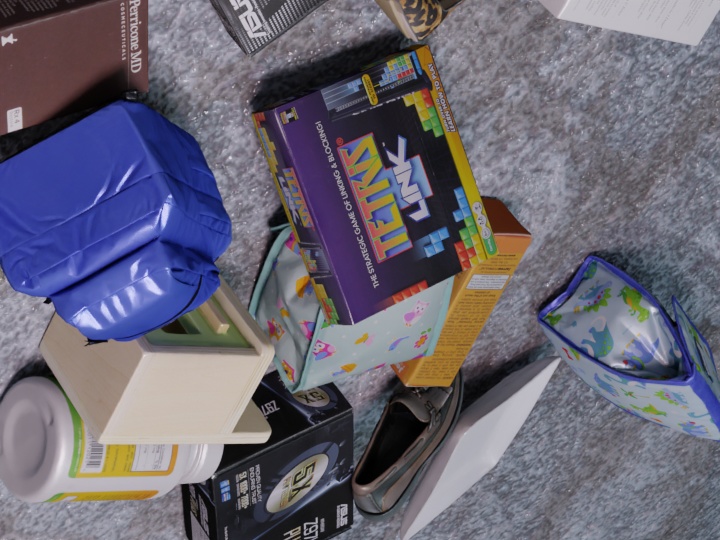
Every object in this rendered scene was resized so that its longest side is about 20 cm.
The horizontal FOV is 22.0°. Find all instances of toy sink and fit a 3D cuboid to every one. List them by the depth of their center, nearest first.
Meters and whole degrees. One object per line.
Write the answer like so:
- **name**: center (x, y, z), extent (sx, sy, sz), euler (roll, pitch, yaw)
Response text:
- **toy sink**: center (-0.161, 0.072, 1.663), extent (0.199, 0.131, 0.113), euler (6, 124, -43)

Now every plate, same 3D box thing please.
- **plate**: center (0.126, 0.191, 2.065), extent (0.199, 0.032, 0.201), euler (-32, 156, -45)

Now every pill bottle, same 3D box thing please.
- **pill bottle**: center (-0.226, 0.155, 1.706), extent (0.199, 0.111, 0.112), euler (5, 125, -45)

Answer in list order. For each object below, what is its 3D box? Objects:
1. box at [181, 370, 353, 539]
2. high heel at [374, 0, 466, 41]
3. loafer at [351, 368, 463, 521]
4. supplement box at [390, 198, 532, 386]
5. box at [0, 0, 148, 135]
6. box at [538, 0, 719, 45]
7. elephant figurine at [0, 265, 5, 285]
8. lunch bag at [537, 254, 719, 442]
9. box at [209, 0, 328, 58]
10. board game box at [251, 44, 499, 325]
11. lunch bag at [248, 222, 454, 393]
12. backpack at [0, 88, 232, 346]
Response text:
- **box**: center (-0.095, 0.210, 1.898), extent (0.163, 0.086, 0.201), euler (-23, 140, -22)
- **high heel**: center (0.077, -0.257, 1.532), extent (0.142, 0.072, 0.200), euler (-40, 178, 8)
- **loafer**: center (0.050, 0.165, 1.936), extent (0.201, 0.071, 0.063), euler (-62, 149, -24)
- **supplement box**: center (0.094, 0.024, 1.888), extent (0.068, 0.067, 0.201), euler (-1, 128, -40)
- **box**: center (-0.260, -0.163, 1.383), extent (0.199, 0.075, 0.101), euler (-22, 140, -25)
- **box**: center (0.245, -0.290, 1.666), extent (0.199, 0.098, 0.125), euler (4, 126, -42)
- **elephant figurine**: center (-0.402, 0.030, 1.423), extent (0.200, 0.155, 0.141), euler (-50, -172, -30)
- **lunch bag**: center (0.317, 0.097, 2.038), extent (0.128, 0.200, 0.170), euler (-48, 143, -2)
- **box**: center (-0.053, -0.292, 1.449), extent (0.193, 0.048, 0.200), euler (-38, 143, -7)
- **board game box**: center (0.015, -0.075, 1.623), extent (0.164, 0.057, 0.201), euler (-26, 102, -26)
- **lunch bag**: center (0.000, 0.000, 1.737), extent (0.169, 0.122, 0.201), euler (-15, 143, -28)
- **backpack**: center (-0.193, -0.030, 1.472), extent (0.161, 0.169, 0.200), euler (-22, 174, 10)
